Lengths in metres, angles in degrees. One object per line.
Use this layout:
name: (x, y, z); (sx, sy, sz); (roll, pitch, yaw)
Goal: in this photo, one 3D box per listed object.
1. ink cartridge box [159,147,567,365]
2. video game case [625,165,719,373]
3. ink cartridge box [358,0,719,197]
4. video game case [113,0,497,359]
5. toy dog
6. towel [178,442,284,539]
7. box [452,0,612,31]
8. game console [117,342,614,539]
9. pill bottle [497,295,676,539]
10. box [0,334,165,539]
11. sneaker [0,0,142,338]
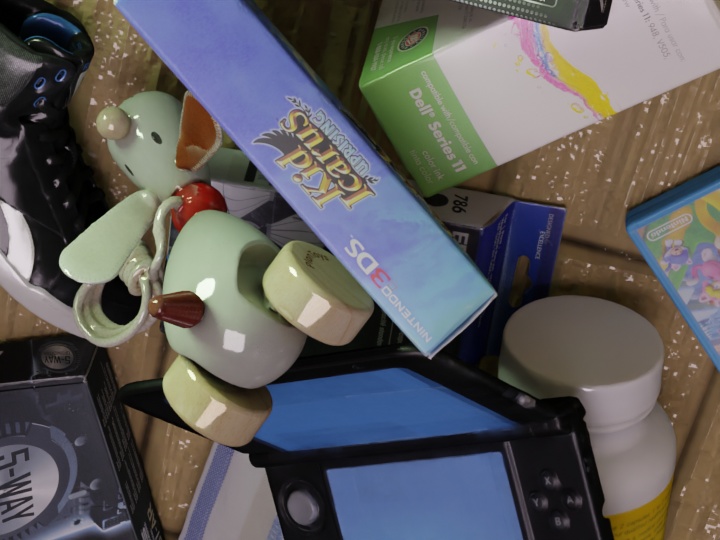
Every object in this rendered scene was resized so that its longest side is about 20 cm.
ink cartridge box: (0.000, 0.000, 1.178); (0.198, 0.039, 0.100); (8, 122, 1)
video game case: (0.244, 0.019, 1.171); (0.142, 0.018, 0.200); (-27, 115, 21)
ink cartridge box: (0.106, -0.121, 1.041); (0.199, 0.117, 0.068); (-23, 115, 21)
video game case: (-0.027, -0.062, 1.037); (0.045, 0.181, 0.200); (-41, 99, 3)
toy dog: (-0.085, -0.011, 1.044); (0.096, 0.200, 0.133); (24, 94, -45)
towel: (-0.013, 0.166, 1.235); (0.200, 0.024, 0.148); (37, 126, 23)
box: (0.024, -0.201, 0.968); (0.199, 0.044, 0.162); (17, 104, 18)
game console: (0.005, 0.115, 1.112); (0.199, 0.116, 0.177); (-9, 98, 39)
pill bottle: (0.105, 0.119, 1.196); (0.110, 0.112, 0.201); (6, 123, 3)
box: (-0.197, 0.135, 1.283); (0.159, 0.044, 0.201); (-6, 121, 11)
sneaker: (-0.152, -0.058, 1.138); (0.112, 0.073, 0.200); (-36, 110, 27)
